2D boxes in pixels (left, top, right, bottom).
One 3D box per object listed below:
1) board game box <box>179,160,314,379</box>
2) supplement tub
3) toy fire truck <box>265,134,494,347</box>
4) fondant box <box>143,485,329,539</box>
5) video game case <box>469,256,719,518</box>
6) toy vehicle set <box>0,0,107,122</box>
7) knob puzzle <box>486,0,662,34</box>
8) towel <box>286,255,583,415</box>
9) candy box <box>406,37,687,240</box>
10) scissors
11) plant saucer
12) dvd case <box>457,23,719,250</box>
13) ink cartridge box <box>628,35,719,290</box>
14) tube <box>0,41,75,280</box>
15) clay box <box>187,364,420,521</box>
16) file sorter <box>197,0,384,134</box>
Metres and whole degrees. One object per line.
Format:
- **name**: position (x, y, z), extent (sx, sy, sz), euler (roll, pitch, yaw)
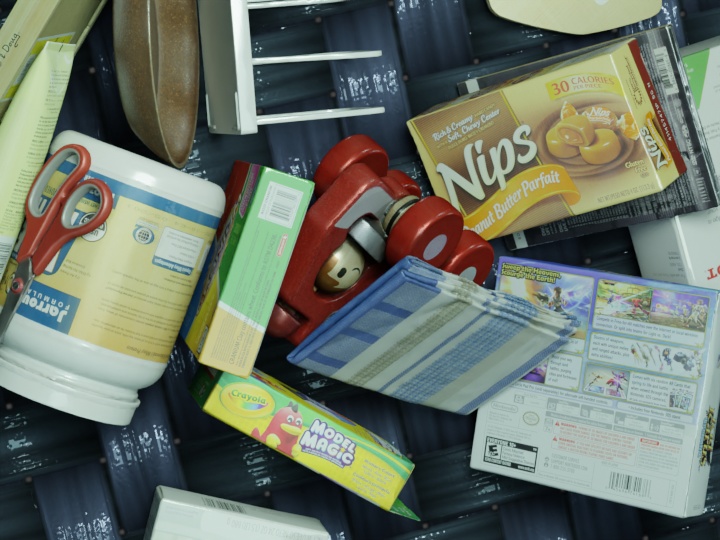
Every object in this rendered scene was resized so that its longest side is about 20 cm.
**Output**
- **board game box**: position (-0.092, -0.006, 1.461), extent (0.040, 0.200, 0.153), euler (19, 91, -11)
- **supplement tub**: position (-0.202, 0.006, 1.469), extent (0.144, 0.145, 0.200), euler (20, 91, -12)
- **toy fire truck**: position (0.000, 0.000, 1.489), extent (0.112, 0.200, 0.168), euler (41, 90, 27)
- **fondant box**: position (-0.120, 0.291, 1.554), extent (0.144, 0.058, 0.200), euler (13, 94, -12)
- **video game case**: position (0.196, 0.091, 1.542), extent (0.200, 0.045, 0.182), euler (10, 95, 32)
- **toy vehicle set**: position (-0.250, -0.161, 1.430), extent (0.026, 0.124, 0.200), euler (34, 104, 3)
- **knob puzzle**: position (0.177, -0.285, 1.574), extent (0.219, 0.030, 0.220), euler (-1, 95, -11)
- **towel**: position (0.060, 0.055, 1.489), extent (0.200, 0.024, 0.147), euler (19, 134, -39)
- **candy box**: position (0.146, -0.099, 1.510), extent (0.055, 0.200, 0.116), euler (-33, 103, -52)
- **scissors**: position (-0.252, -0.002, 1.409), extent (0.073, 0.014, 0.200), euler (43, 103, 27)
- **plant saucer**: position (-0.157, -0.178, 1.440), extent (0.037, 0.200, 0.201), euler (-2, 95, 4)
- **dvd case**: position (0.184, -0.104, 1.530), extent (0.016, 0.200, 0.149), euler (-29, 103, -53)
- **ink cartridge box**: position (0.292, -0.085, 1.573), extent (0.146, 0.084, 0.200), euler (-19, 99, -22)
- **tube**: position (-0.263, -0.080, 1.422), extent (0.052, 0.058, 0.200), euler (18, 100, -37)
- **clay box**: position (-0.038, 0.132, 1.526), extent (0.200, 0.115, 0.048), euler (29, 89, -12)
- **file sorter**: position (-0.057, -0.212, 1.483), extent (0.124, 0.139, 0.200), euler (-5, 96, -13)
